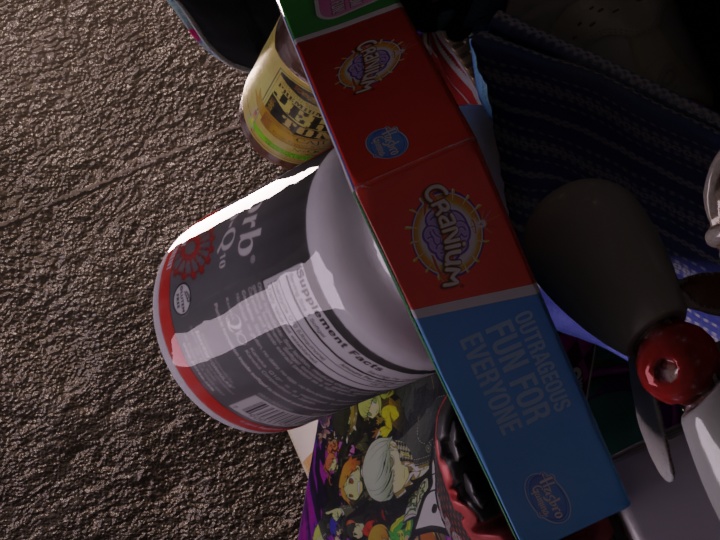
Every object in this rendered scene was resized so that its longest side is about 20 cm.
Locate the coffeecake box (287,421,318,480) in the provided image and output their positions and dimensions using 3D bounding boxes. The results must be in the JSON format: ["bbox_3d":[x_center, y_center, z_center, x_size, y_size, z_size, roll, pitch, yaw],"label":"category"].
[{"bbox_3d":[0.064,0.089,1.194,0.073,0.200,0.154,-47,61,48],"label":"coffeecake box"}]

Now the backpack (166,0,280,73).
[{"bbox_3d":[-0.030,-0.194,1.019,0.200,0.177,0.151,56,-165,-56],"label":"backpack"}]

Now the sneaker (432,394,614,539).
[{"bbox_3d":[0.083,0.134,0.900,0.098,0.071,0.201,-144,35,-84],"label":"sneaker"}]

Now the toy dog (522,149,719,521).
[{"bbox_3d":[0.143,0.051,0.663,0.096,0.132,0.200,-11,-100,-55],"label":"toy dog"}]

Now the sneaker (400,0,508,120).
[{"bbox_3d":[0.046,-0.121,0.808,0.078,0.090,0.200,42,162,31],"label":"sneaker"}]

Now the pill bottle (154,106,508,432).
[{"bbox_3d":[0.000,0.000,0.960,0.200,0.116,0.116,-25,87,47],"label":"pill bottle"}]

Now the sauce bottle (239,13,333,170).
[{"bbox_3d":[-0.012,-0.102,0.944,0.065,0.065,0.200,66,164,9],"label":"sauce bottle"}]

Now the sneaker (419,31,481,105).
[{"bbox_3d":[0.053,-0.136,0.967,0.200,0.071,0.112,66,174,-32],"label":"sneaker"}]

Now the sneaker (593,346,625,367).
[{"bbox_3d":[0.125,0.025,1.074,0.080,0.078,0.200,31,165,1],"label":"sneaker"}]

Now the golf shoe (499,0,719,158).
[{"bbox_3d":[0.102,-0.047,0.805,0.092,0.075,0.200,61,176,27],"label":"golf shoe"}]

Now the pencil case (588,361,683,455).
[{"bbox_3d":[0.145,0.131,1.077,0.085,0.092,0.200,15,153,28],"label":"pencil case"}]

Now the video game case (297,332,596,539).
[{"bbox_3d":[0.044,0.063,1.026,0.181,0.036,0.200,8,88,55],"label":"video game case"}]

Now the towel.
[{"bbox_3d":[0.111,-0.006,0.755,0.145,0.024,0.200,29,159,23],"label":"towel"}]

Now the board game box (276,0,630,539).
[{"bbox_3d":[0.026,-0.018,0.717,0.200,0.040,0.153,-111,-4,-60],"label":"board game box"}]

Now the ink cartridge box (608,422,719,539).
[{"bbox_3d":[0.178,0.168,0.930,0.200,0.084,0.146,72,174,-60],"label":"ink cartridge box"}]
